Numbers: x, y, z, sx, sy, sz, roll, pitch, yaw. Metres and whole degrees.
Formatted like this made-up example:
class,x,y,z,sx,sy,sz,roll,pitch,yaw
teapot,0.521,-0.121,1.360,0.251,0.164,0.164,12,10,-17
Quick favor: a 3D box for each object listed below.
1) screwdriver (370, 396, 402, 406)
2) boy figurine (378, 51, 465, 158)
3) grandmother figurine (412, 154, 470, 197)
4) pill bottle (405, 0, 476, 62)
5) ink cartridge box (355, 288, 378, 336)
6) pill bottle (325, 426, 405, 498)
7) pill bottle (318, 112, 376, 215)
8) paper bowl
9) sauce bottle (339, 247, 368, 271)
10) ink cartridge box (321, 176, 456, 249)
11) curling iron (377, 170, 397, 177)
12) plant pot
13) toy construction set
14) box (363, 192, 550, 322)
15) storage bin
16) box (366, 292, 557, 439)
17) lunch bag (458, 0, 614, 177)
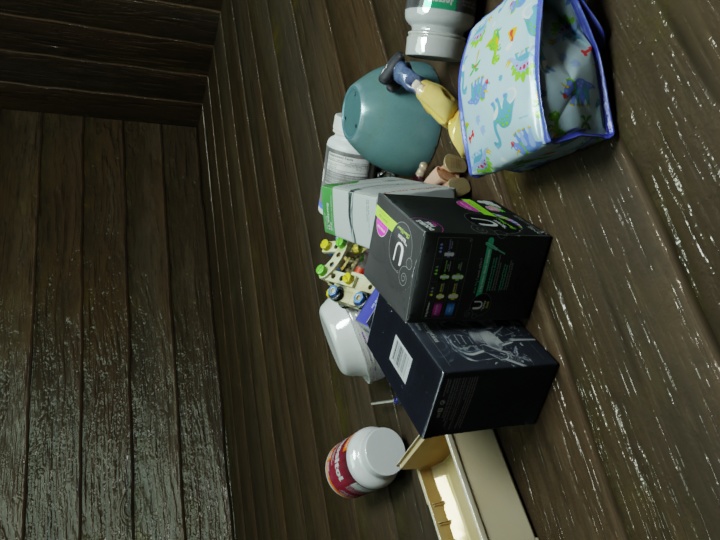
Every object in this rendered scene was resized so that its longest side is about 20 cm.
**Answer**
class,x,y,z,sx,sy,sz,roll,pitch,yaw
screwdriver,0.058,0.247,1.153,0.199,0.027,0.030,-37,28,59
boy figurine,0.120,-0.255,0.971,0.065,0.124,0.200,-46,71,12
grandmother figurine,0.109,-0.124,1.052,0.200,0.059,0.125,142,134,-58
pill bottle,0.126,-0.431,0.943,0.113,0.110,0.206,-146,58,-62
ink cartridge box,0.045,0.066,0.992,0.039,0.101,0.201,28,166,24
pill bottle,0.010,0.373,1.211,0.200,0.110,0.116,130,134,-55
pill bottle,-0.022,-0.214,1.284,0.114,0.111,0.206,-135,50,-58
paper bowl,-0.012,0.118,1.188,0.201,0.102,0.206,159,91,-81
sauce bottle,0.014,-0.014,1.264,0.199,0.064,0.068,-172,83,-66
ink cartridge box,0.041,-0.094,0.980,0.199,0.143,0.086,25,121,61
curling iron,0.019,-0.119,1.251,0.050,0.025,0.202,54,129,32
plant pot,0.042,-0.277,1.113,0.199,0.131,0.207,-179,90,-66
toy construction set,0.000,0.000,1.065,0.198,0.091,0.134,6,68,54
box,0.125,-0.019,0.838,0.149,0.194,0.128,-132,48,-57
storage bin,0.146,0.345,0.920,0.201,0.091,0.204,116,145,-45
box,0.130,0.113,0.849,0.201,0.177,0.107,-126,44,-52
lunch bag,0.201,-0.234,0.754,0.169,0.124,0.207,-15,85,66
